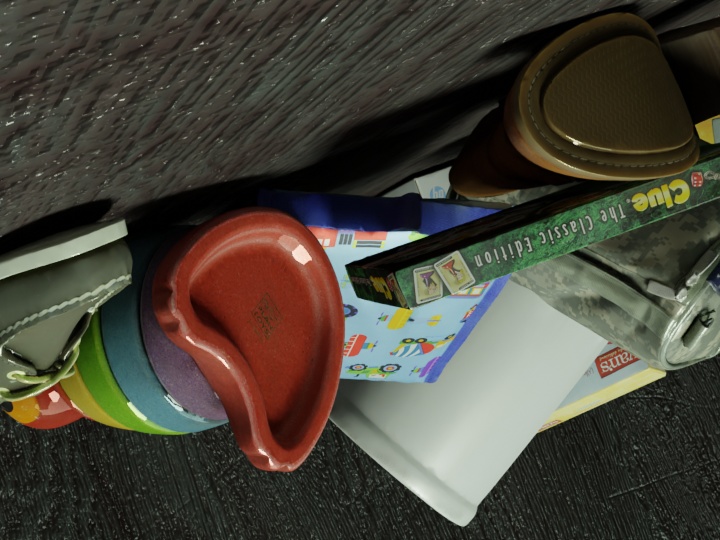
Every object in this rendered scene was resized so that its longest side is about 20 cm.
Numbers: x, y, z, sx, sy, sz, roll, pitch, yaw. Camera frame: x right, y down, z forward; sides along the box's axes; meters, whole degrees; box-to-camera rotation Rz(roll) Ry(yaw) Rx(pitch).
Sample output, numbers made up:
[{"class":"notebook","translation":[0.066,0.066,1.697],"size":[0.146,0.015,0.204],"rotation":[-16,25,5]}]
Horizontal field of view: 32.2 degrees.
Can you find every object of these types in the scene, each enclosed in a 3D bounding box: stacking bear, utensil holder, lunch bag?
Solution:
[{"class":"stacking bear","translation":[-0.118,0.037,0.648],"size":[0.200,0.122,0.114],"rotation":[-11,-150,35]},{"class":"utensil holder","translation":[0.085,0.080,1.027],"size":[0.200,0.170,0.170],"rotation":[-49,180,-2]},{"class":"lunch bag","translation":[0.177,-0.022,0.853],"size":[0.168,0.200,0.139],"rotation":[-22,135,-48]},{"class":"lunch bag","translation":[0.000,0.000,0.733],"size":[0.150,0.094,0.200],"rotation":[5,163,-13]}]

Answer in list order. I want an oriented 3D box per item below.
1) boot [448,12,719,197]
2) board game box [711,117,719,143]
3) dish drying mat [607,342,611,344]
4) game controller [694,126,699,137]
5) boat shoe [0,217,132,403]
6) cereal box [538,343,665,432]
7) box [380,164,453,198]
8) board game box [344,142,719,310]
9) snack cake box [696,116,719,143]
[{"class":"boot","translation":[0.094,-0.073,0.610],"size":[0.155,0.077,0.200],"rotation":[-17,-170,46]},{"class":"board game box","translation":[0.397,-0.112,0.976],"size":[0.200,0.064,0.148],"rotation":[-5,-170,34]},{"class":"dish drying mat","translation":[0.225,-0.043,1.058],"size":[0.018,0.200,0.077],"rotation":[11,154,-31]},{"class":"game controller","translation":[0.225,-0.043,0.961],"size":[0.104,0.200,0.042],"rotation":[-25,165,33]},{"class":"boat shoe","translation":[-0.156,0.029,0.561],"size":[0.072,0.060,0.202],"rotation":[-20,178,-43]},{"class":"cereal box","translation":[0.176,0.030,1.124],"size":[0.144,0.200,0.040],"rotation":[-29,151,30]},{"class":"box","translation":[0.102,-0.074,1.076],"size":[0.200,0.041,0.156],"rotation":[-22,180,-24]},{"class":"board game box","translation":[0.098,-0.025,0.609],"size":[0.200,0.023,0.105],"rotation":[-19,-177,-11]},{"class":"snack cake box","translation":[0.284,-0.105,1.179],"size":[0.200,0.115,0.067],"rotation":[-22,178,9]}]
